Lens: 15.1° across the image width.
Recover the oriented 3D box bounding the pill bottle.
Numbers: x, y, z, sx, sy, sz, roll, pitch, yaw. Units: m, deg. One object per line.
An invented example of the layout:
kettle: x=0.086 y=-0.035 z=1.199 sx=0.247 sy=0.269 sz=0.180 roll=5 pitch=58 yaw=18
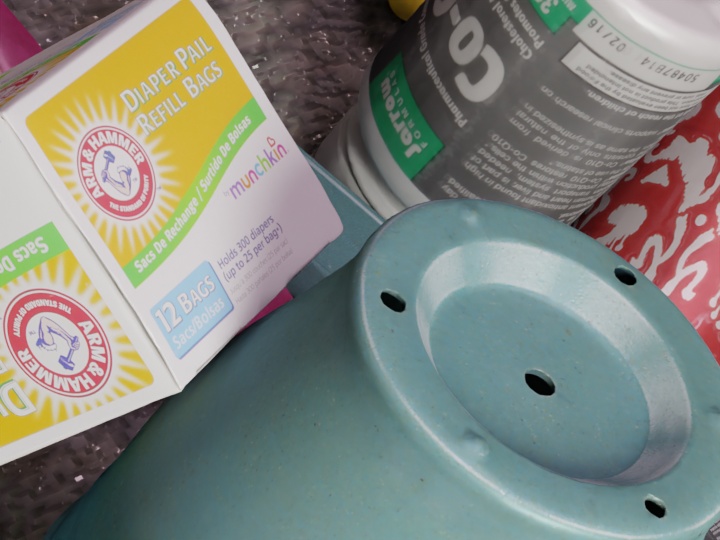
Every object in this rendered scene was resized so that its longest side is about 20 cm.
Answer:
pill bottle: x=0.070 y=-0.078 z=1.149 sx=0.113 sy=0.200 sz=0.113 roll=22 pitch=45 yaw=-24

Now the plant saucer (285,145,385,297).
plant saucer: x=0.000 y=0.000 z=1.117 sx=0.200 sy=0.019 sz=0.070 roll=42 pitch=36 yaw=24

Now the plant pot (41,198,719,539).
plant pot: x=0.016 y=0.086 z=0.863 sx=0.200 sy=0.188 sz=0.200 roll=20 pitch=41 yaw=-18

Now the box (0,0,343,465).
box: x=-0.124 y=0.000 z=0.904 sx=0.101 sy=0.200 sz=0.112 roll=58 pitch=39 yaw=-11

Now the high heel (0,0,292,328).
high heel: x=-0.103 y=-0.047 z=1.069 sx=0.096 sy=0.067 sz=0.200 roll=-27 pitch=83 yaw=-39

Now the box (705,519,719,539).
box: x=0.181 y=0.165 z=1.170 sx=0.200 sy=0.049 sz=0.161 roll=-27 pitch=81 yaw=-48

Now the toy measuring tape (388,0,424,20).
toy measuring tape: x=0.064 y=-0.168 z=1.322 sx=0.074 sy=0.074 sz=0.200 roll=42 pitch=41 yaw=-6

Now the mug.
mug: x=0.185 y=-0.016 z=1.213 sx=0.177 sy=0.133 sz=0.200 roll=34 pitch=61 yaw=10
